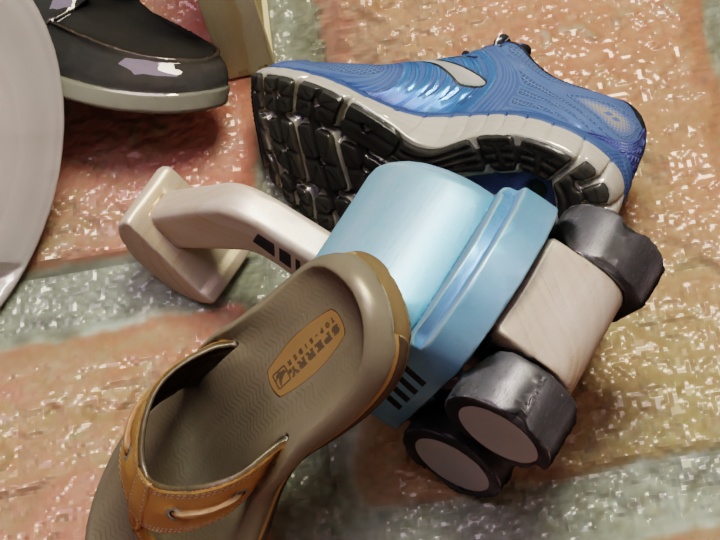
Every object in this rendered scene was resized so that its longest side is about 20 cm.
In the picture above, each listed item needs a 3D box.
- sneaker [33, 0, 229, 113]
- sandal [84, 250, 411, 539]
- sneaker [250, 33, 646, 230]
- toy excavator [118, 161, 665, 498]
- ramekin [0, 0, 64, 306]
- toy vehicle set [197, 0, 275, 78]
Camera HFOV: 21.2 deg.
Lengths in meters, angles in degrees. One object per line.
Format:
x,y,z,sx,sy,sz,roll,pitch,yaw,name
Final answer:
-0.141,-0.150,0.929,0.199,0.107,0.075,25,22,25,sneaker
-0.057,0.067,0.754,0.200,0.054,0.081,-48,64,30,sandal
0.039,-0.061,0.876,0.199,0.079,0.089,15,37,27,sneaker
0.000,0.000,0.809,0.200,0.195,0.100,36,67,-2,toy excavator
-0.232,-0.054,0.847,0.094,0.203,0.203,18,62,32,ramekin
-0.075,-0.211,0.956,0.026,0.125,0.201,-10,56,4,toy vehicle set
